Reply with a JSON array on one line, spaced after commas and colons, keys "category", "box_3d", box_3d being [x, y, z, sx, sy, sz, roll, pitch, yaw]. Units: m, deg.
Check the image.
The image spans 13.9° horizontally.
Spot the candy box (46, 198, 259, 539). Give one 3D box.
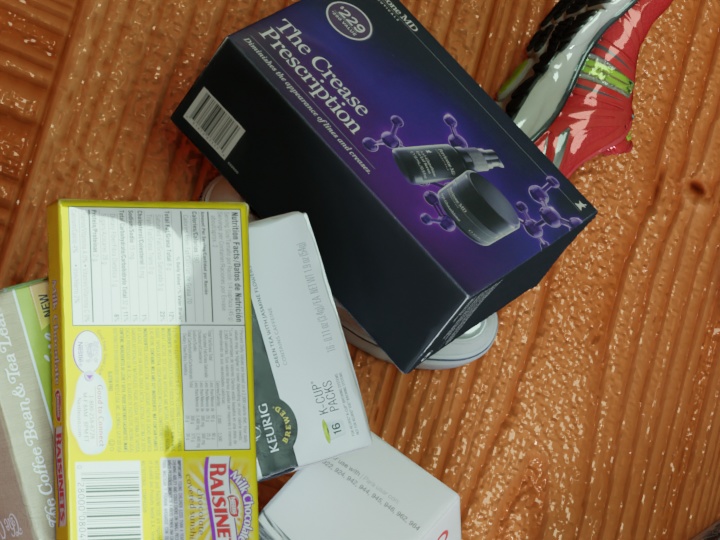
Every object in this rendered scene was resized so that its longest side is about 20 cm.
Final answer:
[{"category": "candy box", "box_3d": [-0.102, 0.066, 1.450, 0.102, 0.026, 0.201, 1, 82, -27]}]

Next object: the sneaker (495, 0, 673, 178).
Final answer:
[{"category": "sneaker", "box_3d": [0.141, -0.110, 1.796, 0.085, 0.077, 0.200, 42, 77, -18]}]

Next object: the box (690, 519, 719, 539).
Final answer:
[{"category": "box", "box_3d": [0.252, 0.216, 1.805, 0.200, 0.040, 0.137, -30, 96, -26]}]

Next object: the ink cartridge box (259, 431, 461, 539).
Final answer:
[{"category": "ink cartridge box", "box_3d": [-0.034, 0.202, 1.608, 0.084, 0.146, 0.200, 34, 65, 22]}]

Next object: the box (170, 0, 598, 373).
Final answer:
[{"category": "box", "box_3d": [0.015, -0.060, 1.664, 0.200, 0.079, 0.141, 47, 39, 10]}]

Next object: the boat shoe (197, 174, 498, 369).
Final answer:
[{"category": "boat shoe", "box_3d": [0.000, 0.000, 1.708, 0.199, 0.065, 0.074, 23, 72, -20]}]

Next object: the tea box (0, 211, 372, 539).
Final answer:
[{"category": "tea box", "box_3d": [-0.133, 0.066, 1.561, 0.196, 0.200, 0.134, -17, 89, -27]}]
